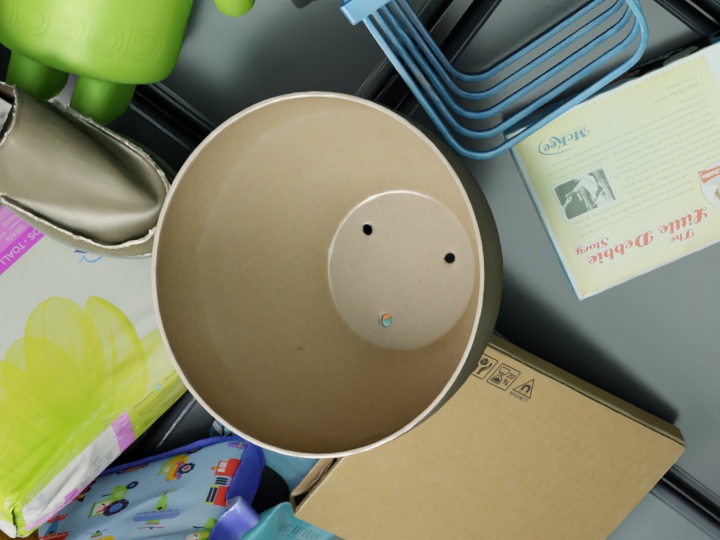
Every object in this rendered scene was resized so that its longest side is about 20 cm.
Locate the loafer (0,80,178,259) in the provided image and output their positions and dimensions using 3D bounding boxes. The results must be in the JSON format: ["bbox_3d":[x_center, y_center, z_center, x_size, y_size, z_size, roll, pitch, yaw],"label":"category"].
[{"bbox_3d":[-0.193,-0.065,1.580,0.199,0.070,0.075,24,90,3],"label":"loafer"}]

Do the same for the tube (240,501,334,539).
[{"bbox_3d":[-0.100,0.203,1.749,0.200,0.077,0.051,-36,66,20],"label":"tube"}]

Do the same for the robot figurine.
[{"bbox_3d":[-0.151,-0.188,1.627,0.175,0.116,0.201,18,105,10],"label":"robot figurine"}]

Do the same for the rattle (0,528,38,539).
[{"bbox_3d":[-0.179,0.071,1.665,0.200,0.143,0.130,-39,109,-3],"label":"rattle"}]

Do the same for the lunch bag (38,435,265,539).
[{"bbox_3d":[-0.144,0.177,1.676,0.200,0.151,0.094,-28,111,28],"label":"lunch bag"}]

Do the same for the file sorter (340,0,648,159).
[{"bbox_3d":[0.081,-0.163,1.581,0.139,0.200,0.123,-34,103,11],"label":"file sorter"}]

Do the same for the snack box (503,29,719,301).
[{"bbox_3d":[0.200,-0.074,1.681,0.199,0.037,0.117,-23,102,9],"label":"snack box"}]

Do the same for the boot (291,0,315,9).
[{"bbox_3d":[0.016,-0.238,1.565,0.168,0.200,0.077,-31,108,13],"label":"boot"}]

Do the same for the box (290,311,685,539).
[{"bbox_3d":[0.079,0.125,1.699,0.200,0.021,0.164,27,114,-31],"label":"box"}]

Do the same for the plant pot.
[{"bbox_3d":[0.000,0.000,1.564,0.199,0.134,0.201,1,92,23],"label":"plant pot"}]

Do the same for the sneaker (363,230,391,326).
[{"bbox_3d":[0.035,0.022,1.698,0.200,0.071,0.080,32,99,-11],"label":"sneaker"}]

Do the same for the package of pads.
[{"bbox_3d":[-0.182,0.042,1.622,0.154,0.068,0.200,41,71,14],"label":"package of pads"}]

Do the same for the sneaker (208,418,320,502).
[{"bbox_3d":[-0.067,0.076,1.716,0.090,0.078,0.200,-31,101,14],"label":"sneaker"}]
